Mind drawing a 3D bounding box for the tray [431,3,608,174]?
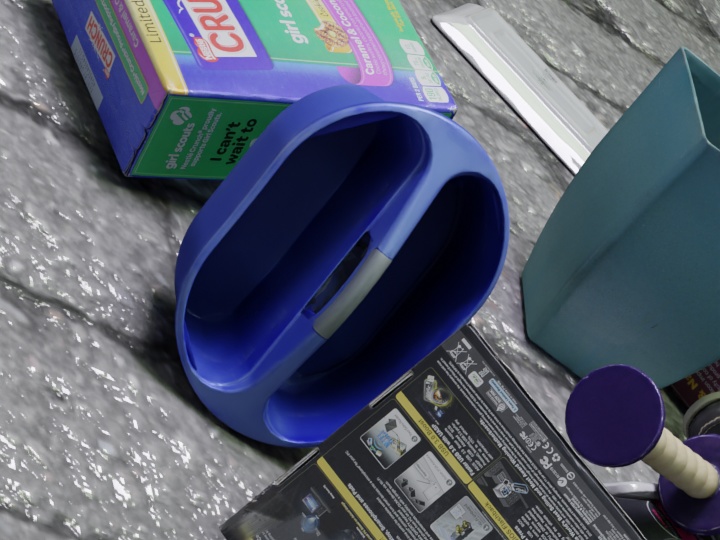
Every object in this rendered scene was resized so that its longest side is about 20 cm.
[{"bbox_3d":[0.149,-0.153,1.900,0.200,0.022,0.107,47,23,5],"label":"tray"}]

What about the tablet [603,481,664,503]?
[{"bbox_3d":[0.158,0.139,1.335,0.199,0.129,0.014,10,74,-52],"label":"tablet"}]

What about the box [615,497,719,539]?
[{"bbox_3d":[0.135,0.199,1.208,0.199,0.106,0.123,10,41,-52],"label":"box"}]

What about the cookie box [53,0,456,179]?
[{"bbox_3d":[-0.068,-0.135,1.366,0.199,0.075,0.172,0,47,-32],"label":"cookie box"}]

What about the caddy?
[{"bbox_3d":[-0.013,-0.003,1.195,0.141,0.200,0.105,36,8,-21],"label":"caddy"}]

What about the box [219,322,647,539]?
[{"bbox_3d":[0.054,0.152,1.081,0.200,0.161,0.049,50,-3,13],"label":"box"}]

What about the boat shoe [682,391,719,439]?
[{"bbox_3d":[0.308,0.156,1.602,0.200,0.073,0.063,38,21,-26],"label":"boat shoe"}]

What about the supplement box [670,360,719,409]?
[{"bbox_3d":[0.322,0.032,1.660,0.131,0.200,0.103,53,23,17],"label":"supplement box"}]

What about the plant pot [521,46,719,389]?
[{"bbox_3d":[0.210,-0.017,1.560,0.141,0.200,0.142,36,26,-19],"label":"plant pot"}]

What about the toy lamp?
[{"bbox_3d":[0.165,0.100,1.177,0.058,0.058,0.200,58,12,27],"label":"toy lamp"}]
